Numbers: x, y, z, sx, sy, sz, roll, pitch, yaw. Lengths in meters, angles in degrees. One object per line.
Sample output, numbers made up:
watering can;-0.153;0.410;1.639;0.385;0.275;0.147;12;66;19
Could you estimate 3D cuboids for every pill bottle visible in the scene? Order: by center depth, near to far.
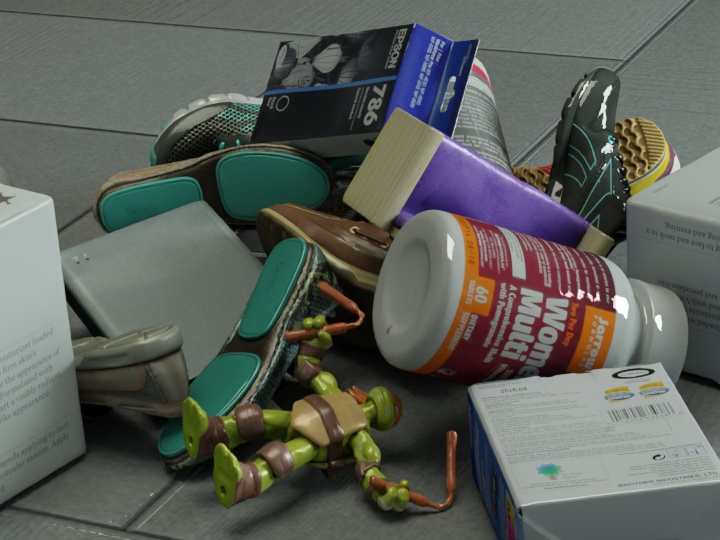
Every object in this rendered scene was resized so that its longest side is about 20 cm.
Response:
pill bottle;0.117;0.034;1.442;0.199;0.110;0.110;15;16;-24
pill bottle;0.068;-0.075;1.705;0.110;0.111;0.201;-7;52;-5

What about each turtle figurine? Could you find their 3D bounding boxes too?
turtle figurine;-0.036;0.100;1.422;0.160;0.065;0.201;-11;55;-26

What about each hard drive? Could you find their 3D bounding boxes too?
hard drive;-0.135;0.028;1.608;0.139;0.033;0.200;-21;40;-22

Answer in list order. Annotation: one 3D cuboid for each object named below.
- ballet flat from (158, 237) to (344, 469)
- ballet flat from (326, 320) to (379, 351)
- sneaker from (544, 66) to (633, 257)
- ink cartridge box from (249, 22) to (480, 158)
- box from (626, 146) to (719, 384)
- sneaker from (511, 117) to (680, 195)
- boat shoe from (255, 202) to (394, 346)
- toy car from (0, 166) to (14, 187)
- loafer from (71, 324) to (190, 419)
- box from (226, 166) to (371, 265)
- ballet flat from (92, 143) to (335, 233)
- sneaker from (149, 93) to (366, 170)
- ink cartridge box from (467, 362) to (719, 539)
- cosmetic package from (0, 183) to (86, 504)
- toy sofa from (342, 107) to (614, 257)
ballet flat;-0.069;0.071;1.498;0.074;0.074;0.201;14;61;36
ballet flat;0.047;0.038;1.596;0.199;0.047;0.067;13;29;35
sneaker;0.184;-0.063;1.681;0.079;0.201;0.075;13;-13;13
ink cartridge box;0.000;-0.143;1.701;0.199;0.100;0.039;-2;-26;43
box;0.328;-0.005;1.539;0.198;0.132;0.199;16;30;39
sneaker;0.173;-0.052;1.767;0.199;0.090;0.075;-21;58;14
boat shoe;0.000;0.000;1.582;0.067;0.072;0.200;-33;43;-28
toy car;-0.402;-0.076;1.806;0.199;0.151;0.175;8;26;25
loafer;-0.190;0.082;1.510;0.072;0.063;0.199;-23;7;-39
box;-0.041;-0.032;1.770;0.157;0.049;0.200;6;26;22
ballet flat;-0.121;-0.071;1.737;0.198;0.069;0.067;-5;16;-3
sneaker;-0.079;-0.108;1.804;0.199;0.078;0.091;-14;28;-15
ink cartridge box;0.146;0.125;1.344;0.135;0.077;0.200;-6;25;-6
cosmetic package;-0.308;0.052;1.435;0.164;0.201;0.165;14;29;35
toy sofa;0.094;-0.032;1.541;0.199;0.083;0.098;28;5;-35
